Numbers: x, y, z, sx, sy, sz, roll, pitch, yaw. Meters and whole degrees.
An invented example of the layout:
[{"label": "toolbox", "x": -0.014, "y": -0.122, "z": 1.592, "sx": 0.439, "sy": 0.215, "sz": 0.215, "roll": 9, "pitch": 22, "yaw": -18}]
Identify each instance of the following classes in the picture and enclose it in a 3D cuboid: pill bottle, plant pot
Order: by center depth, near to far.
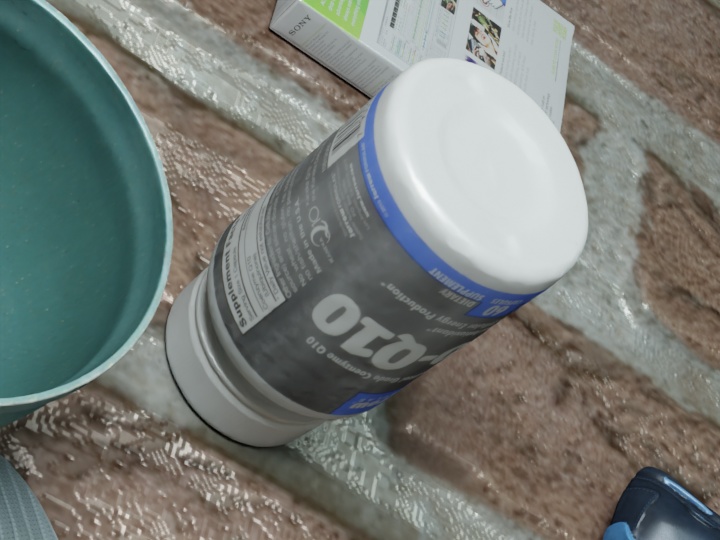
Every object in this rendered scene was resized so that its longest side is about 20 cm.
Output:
[{"label": "plant pot", "x": -0.193, "y": -0.012, "z": 0.681, "sx": 0.200, "sy": 0.134, "sz": 0.201, "roll": 23, "pitch": 49, "yaw": -29}, {"label": "pill bottle", "x": 0.000, "y": 0.000, "z": 0.798, "sx": 0.114, "sy": 0.200, "sz": 0.114, "roll": 22, "pitch": 50, "yaw": -29}]

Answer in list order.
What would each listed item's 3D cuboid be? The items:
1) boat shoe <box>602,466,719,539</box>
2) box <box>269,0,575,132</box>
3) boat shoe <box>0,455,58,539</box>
[{"label": "boat shoe", "x": 0.231, "y": 0.175, "z": 0.974, "sx": 0.200, "sy": 0.084, "sz": 0.069, "roll": 36, "pitch": 56, "yaw": -22}, {"label": "box", "x": 0.044, "y": -0.150, "z": 1.062, "sx": 0.200, "sy": 0.036, "sz": 0.145, "roll": 34, "pitch": 45, "yaw": -23}, {"label": "boat shoe", "x": -0.148, "y": 0.154, "z": 0.657, "sx": 0.074, "sy": 0.067, "sz": 0.200, "roll": 54, "pitch": 8, "yaw": -41}]
